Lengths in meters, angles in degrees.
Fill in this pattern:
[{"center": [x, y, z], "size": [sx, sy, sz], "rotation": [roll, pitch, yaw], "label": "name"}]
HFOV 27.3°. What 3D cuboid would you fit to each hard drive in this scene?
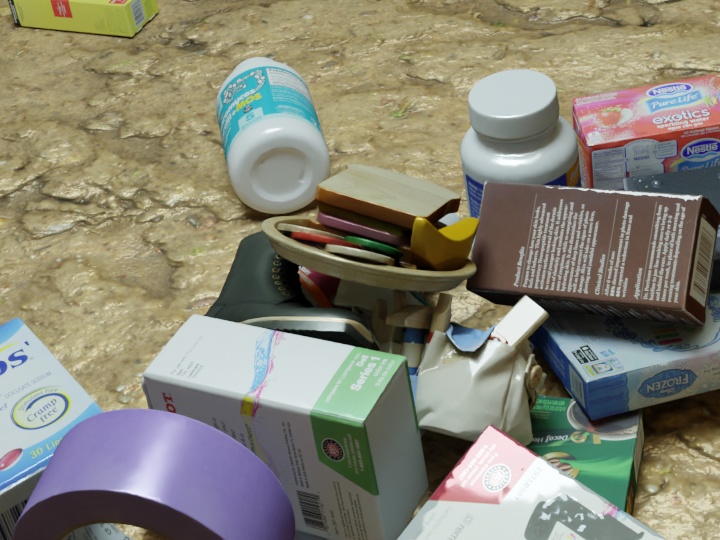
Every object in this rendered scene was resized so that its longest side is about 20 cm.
[{"center": [0.321, -0.040, 1.369], "size": [0.134, 0.043, 0.200], "rotation": [-7, 26, 1], "label": "hard drive"}]

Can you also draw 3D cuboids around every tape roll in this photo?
[{"center": [-0.154, 0.205, 1.117], "size": [0.199, 0.201, 0.085], "rotation": [2, 39, 16], "label": "tape roll"}]

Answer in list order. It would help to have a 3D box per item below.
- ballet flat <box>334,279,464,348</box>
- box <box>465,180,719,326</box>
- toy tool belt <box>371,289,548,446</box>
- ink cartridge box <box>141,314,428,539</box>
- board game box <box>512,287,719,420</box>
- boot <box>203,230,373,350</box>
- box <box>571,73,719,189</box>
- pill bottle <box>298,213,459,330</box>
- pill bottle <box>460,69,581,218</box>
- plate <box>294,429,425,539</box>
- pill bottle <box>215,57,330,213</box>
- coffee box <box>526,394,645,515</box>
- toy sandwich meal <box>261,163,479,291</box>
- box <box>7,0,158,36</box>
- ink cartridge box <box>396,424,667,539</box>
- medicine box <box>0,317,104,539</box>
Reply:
[{"center": [0.060, 0.064, 1.323], "size": [0.200, 0.070, 0.070], "rotation": [37, 50, 3], "label": "ballet flat"}, {"center": [0.199, -0.015, 1.271], "size": [0.199, 0.075, 0.101], "rotation": [7, 80, 28], "label": "box"}, {"center": [0.061, 0.071, 1.238], "size": [0.199, 0.125, 0.124], "rotation": [10, 83, 38], "label": "toy tool belt"}, {"center": [-0.058, 0.128, 1.183], "size": [0.199, 0.146, 0.084], "rotation": [10, 42, 26], "label": "ink cartridge box"}, {"center": [0.257, 0.046, 1.310], "size": [0.198, 0.044, 0.200], "rotation": [-14, 26, -8], "label": "board game box"}, {"center": [-0.060, 0.017, 1.261], "size": [0.199, 0.078, 0.139], "rotation": [-4, 51, 38], "label": "boot"}, {"center": [0.321, -0.127, 1.506], "size": [0.199, 0.100, 0.096], "rotation": [-10, 38, 3], "label": "box"}, {"center": [0.000, 0.000, 1.414], "size": [0.109, 0.110, 0.200], "rotation": [27, 51, 39], "label": "pill bottle"}, {"center": [0.154, -0.084, 1.408], "size": [0.111, 0.201, 0.112], "rotation": [-7, 38, 5], "label": "pill bottle"}, {"center": [-0.062, 0.171, 1.275], "size": [0.199, 0.032, 0.200], "rotation": [12, 44, 26], "label": "plate"}, {"center": [-0.101, -0.159, 1.642], "size": [0.110, 0.111, 0.200], "rotation": [-13, 37, -3], "label": "pill bottle"}, {"center": [0.158, 0.184, 1.193], "size": [0.122, 0.044, 0.200], "rotation": [4, 40, 18], "label": "coffee box"}, {"center": [0.014, -0.039, 1.246], "size": [0.204, 0.071, 0.205], "rotation": [11, 11, -2], "label": "toy sandwich meal"}, {"center": [-0.379, -0.363, 2.020], "size": [0.199, 0.050, 0.075], "rotation": [11, 42, 25], "label": "box"}, {"center": [0.134, 0.228, 1.058], "size": [0.199, 0.083, 0.146], "rotation": [31, 70, 30], "label": "ink cartridge box"}, {"center": [-0.323, 0.163, 1.292], "size": [0.182, 0.103, 0.200], "rotation": [-30, 42, -23], "label": "medicine box"}]
